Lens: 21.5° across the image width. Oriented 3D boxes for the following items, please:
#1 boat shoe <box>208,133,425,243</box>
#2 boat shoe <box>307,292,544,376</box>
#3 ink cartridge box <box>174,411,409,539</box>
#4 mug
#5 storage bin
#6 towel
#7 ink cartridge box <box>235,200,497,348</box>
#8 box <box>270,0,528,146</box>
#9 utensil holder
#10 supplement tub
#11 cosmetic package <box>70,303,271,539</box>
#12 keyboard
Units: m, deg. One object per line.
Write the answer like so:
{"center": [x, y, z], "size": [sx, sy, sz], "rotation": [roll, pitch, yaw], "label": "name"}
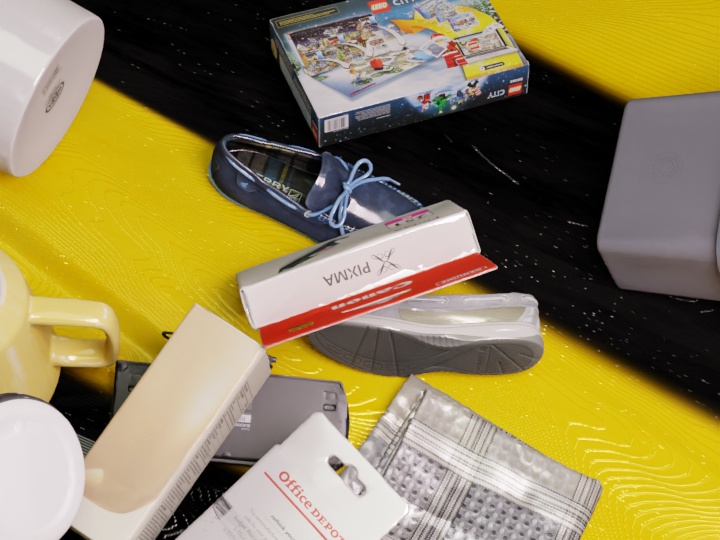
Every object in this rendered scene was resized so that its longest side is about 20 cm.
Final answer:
{"center": [-0.038, -0.065, 1.656], "size": [0.200, 0.069, 0.084], "rotation": [12, 64, 0], "label": "boat shoe"}
{"center": [0.055, 0.046, 1.614], "size": [0.202, 0.074, 0.065], "rotation": [2, 54, -4], "label": "boat shoe"}
{"center": [-0.065, 0.221, 1.491], "size": [0.200, 0.068, 0.116], "rotation": [-43, 75, -4], "label": "ink cartridge box"}
{"center": [-0.307, 0.039, 1.535], "size": [0.187, 0.153, 0.149], "rotation": [-29, 70, -17], "label": "mug"}
{"center": [0.294, -0.063, 1.663], "size": [0.134, 0.146, 0.200], "rotation": [3, 61, 26], "label": "storage bin"}
{"center": [0.076, 0.203, 1.559], "size": [0.200, 0.035, 0.193], "rotation": [29, 66, 9], "label": "towel"}
{"center": [0.000, 0.000, 1.551], "size": [0.200, 0.174, 0.044], "rotation": [-19, 98, -4], "label": "ink cartridge box"}
{"center": [0.034, -0.193, 1.715], "size": [0.200, 0.038, 0.137], "rotation": [-15, 50, -13], "label": "box"}
{"center": [-0.346, -0.193, 1.637], "size": [0.200, 0.170, 0.170], "rotation": [28, 65, 5], "label": "utensil holder"}
{"center": [-0.314, 0.158, 1.447], "size": [0.123, 0.200, 0.123], "rotation": [8, 78, -45], "label": "supplement tub"}
{"center": [-0.157, 0.133, 1.510], "size": [0.071, 0.105, 0.200], "rotation": [33, 77, 8], "label": "cosmetic package"}
{"center": [-0.107, 0.110, 1.593], "size": [0.200, 0.040, 0.104], "rotation": [6, 84, -1], "label": "keyboard"}
